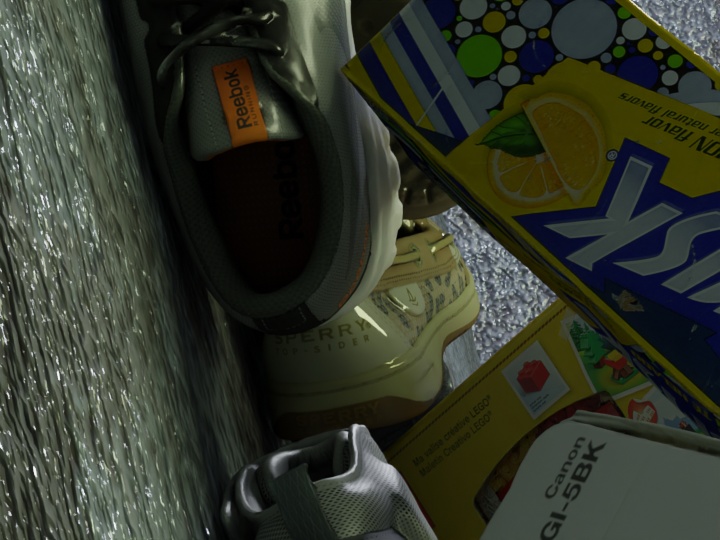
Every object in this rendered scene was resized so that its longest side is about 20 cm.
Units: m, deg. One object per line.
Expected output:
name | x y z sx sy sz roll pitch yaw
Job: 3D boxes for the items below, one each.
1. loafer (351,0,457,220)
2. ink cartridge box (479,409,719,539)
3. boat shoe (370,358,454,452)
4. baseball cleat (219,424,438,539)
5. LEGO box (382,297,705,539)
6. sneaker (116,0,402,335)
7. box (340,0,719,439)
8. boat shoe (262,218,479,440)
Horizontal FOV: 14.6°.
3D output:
loafer | -0.022 -0.099 0.957 0.067 0.076 0.200 102 -37 -75
ink cartridge box | 0.104 0.148 0.686 0.200 0.147 0.083 36 -14 -29
boat shoe | 0.024 0.076 1.055 0.200 0.068 0.072 66 9 -66
baseball cleat | 0.011 0.101 0.780 0.200 0.070 0.107 76 -6 -68
LEGO box | 0.104 0.040 0.896 0.149 0.200 0.077 -21 73 -46
sneaker | -0.034 -0.077 0.787 0.079 0.074 0.200 -60 135 -77
box | 0.087 -0.009 0.741 0.200 0.070 0.064 44 -1 35
boat shoe | 0.000 0.000 0.964 0.200 0.073 0.063 -87 165 -76
